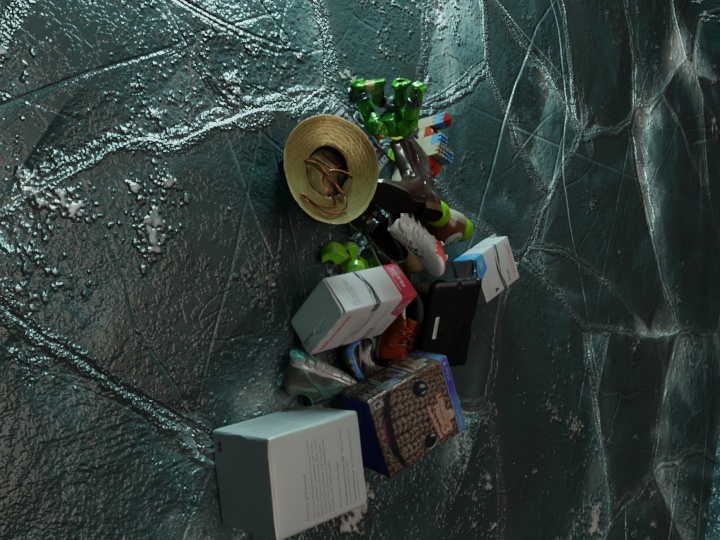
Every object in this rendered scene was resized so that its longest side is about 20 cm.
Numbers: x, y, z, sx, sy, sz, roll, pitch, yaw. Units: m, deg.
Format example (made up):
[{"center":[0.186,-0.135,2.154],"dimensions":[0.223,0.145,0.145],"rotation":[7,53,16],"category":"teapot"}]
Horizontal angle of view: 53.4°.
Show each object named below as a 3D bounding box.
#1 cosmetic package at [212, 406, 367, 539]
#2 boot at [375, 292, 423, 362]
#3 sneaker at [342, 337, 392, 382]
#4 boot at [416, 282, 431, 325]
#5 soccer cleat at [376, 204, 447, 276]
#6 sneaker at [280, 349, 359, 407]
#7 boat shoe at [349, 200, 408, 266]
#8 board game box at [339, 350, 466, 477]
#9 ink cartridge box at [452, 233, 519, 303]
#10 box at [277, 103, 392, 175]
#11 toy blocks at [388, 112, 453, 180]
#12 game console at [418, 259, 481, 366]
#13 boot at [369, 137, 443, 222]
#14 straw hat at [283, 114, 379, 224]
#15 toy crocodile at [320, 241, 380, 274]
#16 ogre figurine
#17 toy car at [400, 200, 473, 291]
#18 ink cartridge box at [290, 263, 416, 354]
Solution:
[{"center":[-0.122,0.338,1.233],"dimensions":[0.199,0.167,0.167],"rotation":[-7,91,-43],"category":"cosmetic package"},{"center":[0.085,0.139,1.489],"dimensions":[0.075,0.107,0.201],"rotation":[10,76,-18],"category":"boot"},{"center":[0.039,0.220,1.439],"dimensions":[0.082,0.071,0.200],"rotation":[-33,113,-8],"category":"sneaker"},{"center":[0.162,0.112,1.556],"dimensions":[0.200,0.072,0.167],"rotation":[16,75,-76],"category":"boot"},{"center":[0.101,-0.071,1.428],"dimensions":[0.085,0.069,0.201],"rotation":[-12,67,-39],"category":"soccer cleat"},{"center":[-0.078,0.222,1.369],"dimensions":[0.200,0.077,0.092],"rotation":[32,85,-39],"category":"sneaker"},{"center":[0.028,-0.094,1.466],"dimensions":[0.074,0.063,0.202],"rotation":[-33,87,-24],"category":"boat shoe"},{"center":[0.084,0.271,1.378],"dimensions":[0.199,0.097,0.160],"rotation":[-25,105,-30],"category":"board game box"},{"center":[0.323,-0.010,1.773],"dimensions":[0.200,0.068,0.117],"rotation":[-31,107,-42],"category":"ink cartridge box"},{"center":[-0.046,-0.214,1.423],"dimensions":[0.161,0.049,0.200],"rotation":[44,54,-10],"category":"box"},{"center":[0.145,-0.259,1.578],"dimensions":[0.100,0.136,0.201],"rotation":[26,68,-39],"category":"toy blocks"},{"center":[0.185,0.091,1.516],"dimensions":[0.175,0.116,0.201],"rotation":[-4,114,-26],"category":"game console"},{"center":[0.077,-0.203,1.429],"dimensions":[0.186,0.064,0.201],"rotation":[21,46,-37],"category":"boot"},{"center":[-0.068,-0.176,1.315],"dimensions":[0.200,0.085,0.202],"rotation":[5,79,-25],"category":"straw hat"},{"center":[0.000,0.000,1.465],"dimensions":[0.200,0.062,0.068],"rotation":[32,29,-43],"category":"toy crocodile"},{"center":[0.061,-0.331,1.474],"dimensions":[0.098,0.199,0.121],"rotation":[-46,132,-51],"category":"ogre figurine"},{"center":[0.133,-0.045,1.549],"dimensions":[0.164,0.157,0.201],"rotation":[21,87,-58],"category":"toy car"},{"center":[-0.013,0.072,1.372],"dimensions":[0.199,0.145,0.085],"rotation":[-11,60,-44],"category":"ink cartridge box"}]
